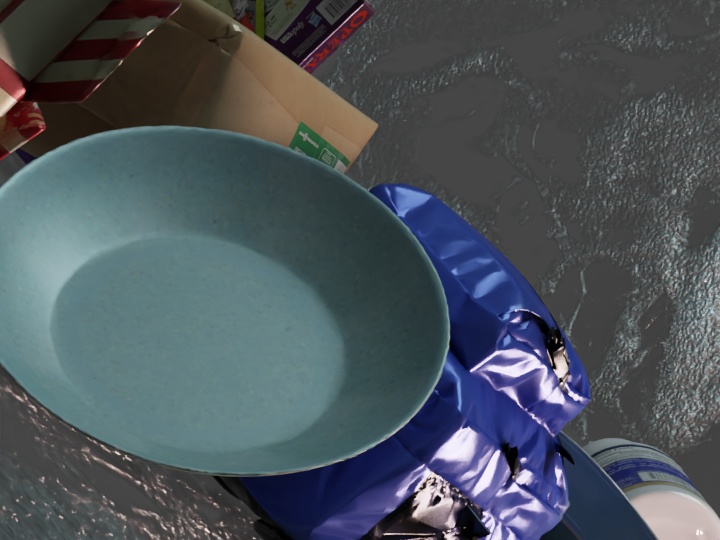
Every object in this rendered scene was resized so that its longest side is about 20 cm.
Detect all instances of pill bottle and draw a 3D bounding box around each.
[{"bbox_3d":[0.224,0.207,2.281,0.120,0.120,0.200,46,4,-13],"label":"pill bottle"}]

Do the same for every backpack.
[{"bbox_3d":[0.019,0.069,1.269,0.163,0.168,0.200,55,1,30],"label":"backpack"}]

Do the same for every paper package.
[{"bbox_3d":[-0.116,-0.090,1.381,0.190,0.104,0.200,30,-1,22],"label":"paper package"}]

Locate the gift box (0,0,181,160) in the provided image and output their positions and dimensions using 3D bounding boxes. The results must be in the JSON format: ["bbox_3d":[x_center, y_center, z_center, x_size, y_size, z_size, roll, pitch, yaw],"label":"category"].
[{"bbox_3d":[-0.183,-0.131,0.954,0.187,0.200,0.185,43,10,-51],"label":"gift box"}]

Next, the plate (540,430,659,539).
[{"bbox_3d":[0.112,0.158,1.484,0.200,0.026,0.200,45,-22,24],"label":"plate"}]

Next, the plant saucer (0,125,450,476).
[{"bbox_3d":[-0.064,0.020,1.147,0.201,0.201,0.039,49,-39,30],"label":"plant saucer"}]

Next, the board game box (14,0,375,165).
[{"bbox_3d":[-0.103,-0.116,1.531,0.120,0.200,0.032,48,3,16],"label":"board game box"}]
